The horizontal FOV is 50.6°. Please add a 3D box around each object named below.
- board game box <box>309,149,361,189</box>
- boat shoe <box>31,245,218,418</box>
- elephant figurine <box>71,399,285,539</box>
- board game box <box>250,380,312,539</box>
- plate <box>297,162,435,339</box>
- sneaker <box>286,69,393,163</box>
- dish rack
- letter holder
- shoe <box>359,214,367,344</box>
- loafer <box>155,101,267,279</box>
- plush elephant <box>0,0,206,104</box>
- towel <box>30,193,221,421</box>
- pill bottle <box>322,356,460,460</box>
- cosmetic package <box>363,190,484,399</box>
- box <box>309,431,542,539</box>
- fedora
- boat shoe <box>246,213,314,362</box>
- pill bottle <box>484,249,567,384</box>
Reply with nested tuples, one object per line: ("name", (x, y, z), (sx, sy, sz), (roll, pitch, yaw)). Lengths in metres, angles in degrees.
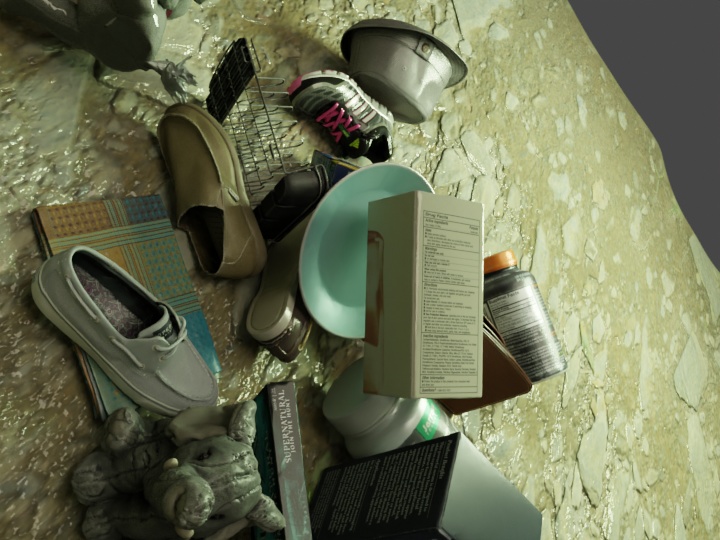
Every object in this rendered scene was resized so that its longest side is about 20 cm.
("board game box", (0.028, -0.088, 0.986), (0.197, 0.200, 0.062), (20, 98, -17))
("boat shoe", (-0.192, 0.057, 0.664), (0.201, 0.071, 0.071), (45, 42, -22))
("elephant figurine", (-0.123, 0.171, 0.606), (0.142, 0.198, 0.156), (53, 41, -25))
("board game box", (-0.078, 0.217, 0.699), (0.028, 0.135, 0.203), (-1, 69, -21))
("plate", (0.010, -0.022, 0.845), (0.198, 0.025, 0.203), (-15, 116, -33))
("sneaker", (-0.017, -0.202, 1.040), (0.199, 0.073, 0.089), (20, 50, -49))
("dish rack", (-0.114, -0.144, 0.842), (0.054, 0.153, 0.203), (-10, 77, -34))
("letter holder", (0.127, 0.081, 1.003), (0.200, 0.141, 0.101), (43, 43, -26))
("shoe", (0.000, 0.000, 0.891), (0.054, 0.069, 0.202), (-87, 171, -55))
("loafer", (-0.163, -0.082, 0.804), (0.067, 0.075, 0.202), (-29, 93, -58))
("plush elephant", (-0.227, -0.290, 0.776), (0.200, 0.163, 0.157), (41, 40, -38))
("towel", (-0.218, 0.028, 0.726), (0.146, 0.022, 0.203), (-14, 80, -52))
("pill bottle", (0.053, 0.198, 0.876), (0.200, 0.112, 0.114), (49, 41, -20))
("cosmetic package", (0.065, 0.028, 0.789), (0.102, 0.087, 0.204), (7, 82, -36))
("box", (0.059, 0.268, 0.776), (0.149, 0.199, 0.108), (46, 42, -22))
("fedora", (0.055, -0.276, 1.108), (0.199, 0.175, 0.092), (27, 71, -40))
("boat shoe", (-0.072, 0.012, 0.869), (0.060, 0.071, 0.202), (55, 34, -35))
("pill bottle", (0.234, 0.073, 1.164), (0.106, 0.105, 0.203), (-10, 78, -51))
